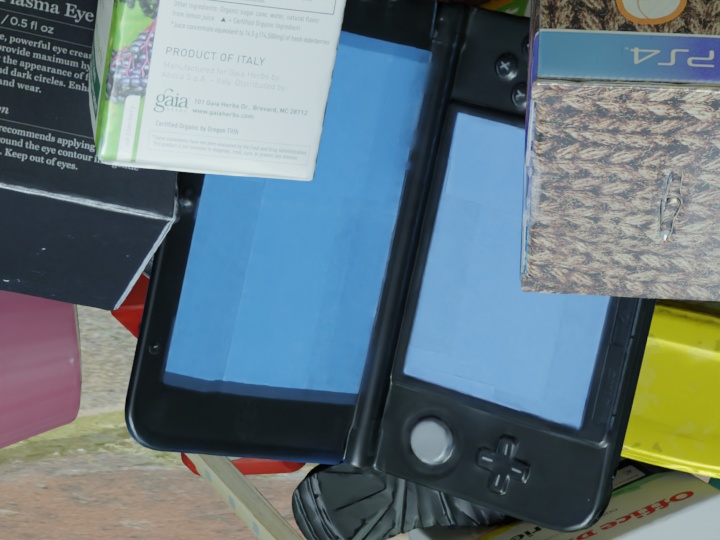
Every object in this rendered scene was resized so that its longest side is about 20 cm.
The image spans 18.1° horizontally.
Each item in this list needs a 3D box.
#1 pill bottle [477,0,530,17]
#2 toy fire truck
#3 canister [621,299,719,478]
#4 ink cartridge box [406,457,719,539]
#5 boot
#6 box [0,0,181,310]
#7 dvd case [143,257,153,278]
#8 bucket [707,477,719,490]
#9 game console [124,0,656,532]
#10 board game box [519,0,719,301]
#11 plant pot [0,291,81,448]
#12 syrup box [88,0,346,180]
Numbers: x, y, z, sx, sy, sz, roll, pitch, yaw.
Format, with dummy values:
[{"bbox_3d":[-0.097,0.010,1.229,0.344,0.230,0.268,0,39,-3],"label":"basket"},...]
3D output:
[{"bbox_3d":[0.085,-0.071,1.001,0.111,0.112,0.199,24,149,-37],"label":"pill bottle"},{"bbox_3d":[-0.067,0.080,1.249,0.128,0.201,0.176,-4,154,18],"label":"toy fire truck"},{"bbox_3d":[0.185,0.064,1.214,0.148,0.087,0.200,13,-179,17],"label":"canister"},{"bbox_3d":[0.123,0.167,1.284,0.144,0.084,0.200,-22,-169,-10],"label":"ink cartridge box"},{"bbox_3d":[0.062,0.096,1.335,0.197,0.074,0.162,-20,-170,28],"label":"boot"},{"bbox_3d":[-0.169,-0.101,0.890,0.199,0.183,0.104,12,156,-15],"label":"box"},{"bbox_3d":[0.000,0.000,1.071,0.148,0.016,0.199,34,-150,31],"label":"dvd case"},{"bbox_3d":[0.316,0.157,1.374,0.206,0.209,0.134,21,156,-34],"label":"bucket"},{"bbox_3d":[0.021,-0.007,0.898,0.170,0.201,0.118,16,-170,28],"label":"game console"},{"bbox_3d":[0.109,-0.113,0.801,0.096,0.201,0.160,2,156,3],"label":"board game box"},{"bbox_3d":[-0.247,0.030,1.201,0.178,0.201,0.200,-6,159,-16],"label":"plant pot"},{"bbox_3d":[-0.042,-0.139,0.778,0.081,0.079,0.201,5,114,-13],"label":"syrup box"}]
